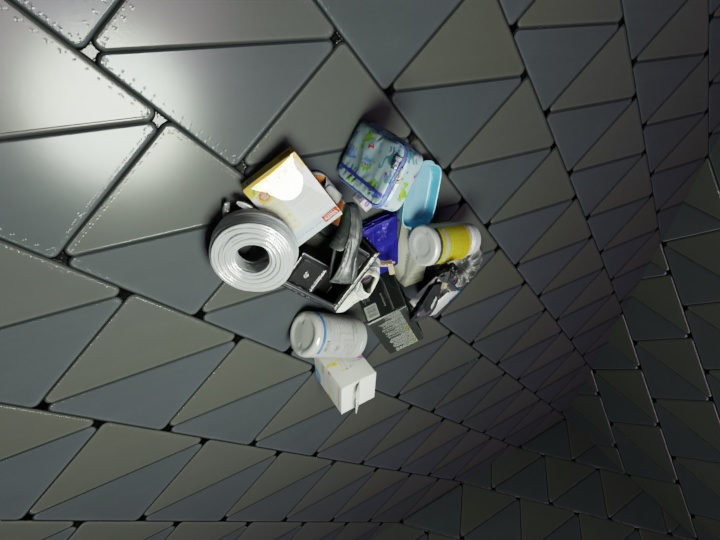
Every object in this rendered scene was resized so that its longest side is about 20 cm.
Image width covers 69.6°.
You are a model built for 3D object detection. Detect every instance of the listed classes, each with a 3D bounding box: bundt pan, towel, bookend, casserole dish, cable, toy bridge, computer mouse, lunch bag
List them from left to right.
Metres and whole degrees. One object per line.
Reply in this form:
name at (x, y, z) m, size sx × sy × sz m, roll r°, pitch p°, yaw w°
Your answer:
cable at (-0.239, -0.042, 1.169) m, size 0.199 × 0.069 × 0.201 m, roll 19°, pitch 123°, yaw -16°
bookend at (-0.091, -0.026, 1.316) m, size 0.198 × 0.092 × 0.200 m, roll 31°, pitch 102°, yaw -37°
toy bridge at (0.000, 0.000, 1.442) m, size 0.199 × 0.027 × 0.067 m, roll -15°, pitch 130°, yaw 2°
towel at (0.049, -0.065, 1.469) m, size 0.147 × 0.050 × 0.201 m, roll -26°, pitch 137°, yaw -20°
lunch bag at (0.040, -0.238, 1.191) m, size 0.082 × 0.200 × 0.161 m, roll 7°, pitch 120°, yaw -43°
casserole dish at (0.159, -0.209, 1.428) m, size 0.121 × 0.039 × 0.201 m, roll -10°, pitch 121°, yaw -34°
computer mouse at (0.211, 0.066, 1.427) m, size 0.201 × 0.046 × 0.140 m, roll -57°, pitch -175°, yaw -10°
bundt pan at (0.328, -0.022, 1.726) m, size 0.201 × 0.076 × 0.203 m, roll -22°, pitch 136°, yaw -24°

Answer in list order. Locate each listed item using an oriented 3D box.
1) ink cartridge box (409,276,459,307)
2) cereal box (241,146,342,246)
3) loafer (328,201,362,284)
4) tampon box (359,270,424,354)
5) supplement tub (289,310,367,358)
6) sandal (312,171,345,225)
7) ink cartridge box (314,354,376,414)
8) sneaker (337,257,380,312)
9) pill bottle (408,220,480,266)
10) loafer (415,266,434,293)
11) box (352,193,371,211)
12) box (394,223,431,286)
ink cartridge box at (0.224, 0.079, 1.575) m, size 0.116 × 0.067 × 0.200 m, roll -45°, pitch 165°, yaw 14°
cereal box at (-0.152, -0.160, 1.174) m, size 0.144 × 0.040 × 0.200 m, roll -35°, pitch 129°, yaw 5°
loafer at (-0.039, -0.063, 1.239) m, size 0.070 × 0.068 × 0.202 m, roll -3°, pitch 108°, yaw -30°
tampon box at (0.089, 0.128, 1.573) m, size 0.126 × 0.150 × 0.200 m, roll -25°, pitch 140°, yaw 6°
supplement tub at (-0.092, 0.189, 1.505) m, size 0.199 × 0.132 × 0.132 m, roll 12°, pitch 115°, yaw -46°
sandal at (-0.072, -0.165, 1.269) m, size 0.079 × 0.059 × 0.207 m, roll -47°, pitch 141°, yaw 3°
ink cartridge box at (-0.044, 0.332, 1.615) m, size 0.125 × 0.200 × 0.129 m, roll -22°, pitch 136°, yaw -25°
sneaker at (-0.018, 0.050, 1.397) m, size 0.075 × 0.100 × 0.200 m, roll 27°, pitch 119°, yaw -23°
pill bottle at (0.242, -0.080, 1.464) m, size 0.199 × 0.114 × 0.115 m, roll -10°, pitch 130°, yaw -38°
loafer at (0.215, 0.015, 1.669) m, size 0.072 × 0.063 × 0.201 m, roll -27°, pitch 138°, yaw -20°
box at (0.070, -0.238, 1.344) m, size 0.200 × 0.041 × 0.039 m, roll -42°, pitch 140°, yaw -2°
box at (0.157, -0.056, 1.554) m, size 0.082 × 0.068 × 0.201 m, roll -19°, pitch 134°, yaw -30°
